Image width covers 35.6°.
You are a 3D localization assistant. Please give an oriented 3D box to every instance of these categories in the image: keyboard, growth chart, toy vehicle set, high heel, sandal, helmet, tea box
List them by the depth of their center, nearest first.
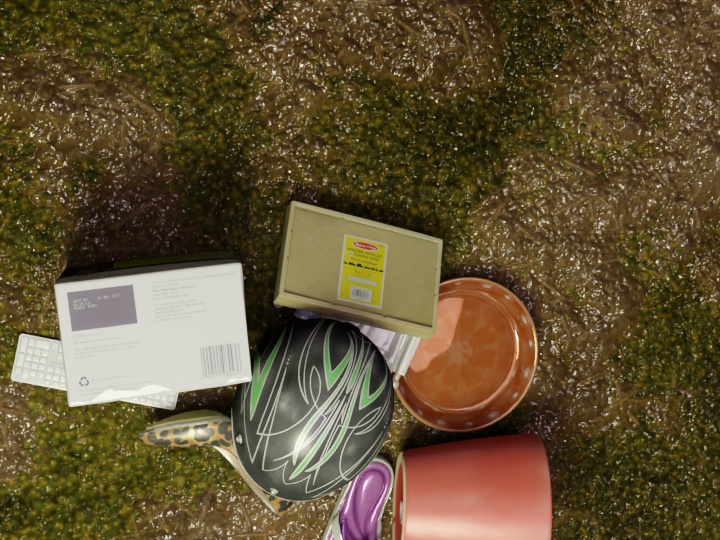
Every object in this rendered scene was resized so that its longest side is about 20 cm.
[{"bbox_3d":[-0.232,0.057,1.260,0.197,0.197,0.136,-6,97,-10],"label":"tea box"},{"bbox_3d":[-0.054,0.157,1.287,0.197,0.191,0.203,-2,104,-6],"label":"helmet"},{"bbox_3d":[0.000,0.000,1.344,0.197,0.027,0.126,14,65,-14],"label":"toy vehicle set"},{"bbox_3d":[-0.316,0.123,1.352,0.197,0.011,0.057,13,97,-14],"label":"keyboard"},{"bbox_3d":[-0.170,0.243,1.371,0.197,0.071,0.145,-4,95,-21],"label":"high heel"},{"bbox_3d":[-0.008,0.045,1.383,0.199,0.018,0.146,33,94,-4],"label":"growth chart"},{"bbox_3d":[-0.005,0.337,1.437,0.081,0.050,0.206,8,98,-13],"label":"sandal"}]

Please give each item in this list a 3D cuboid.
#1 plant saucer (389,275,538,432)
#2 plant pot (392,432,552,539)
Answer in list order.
[{"bbox_3d":[0.130,0.106,1.435,0.197,0.032,0.203,-2,99,-12],"label":"plant saucer"},{"bbox_3d":[0.132,0.301,1.397,0.175,0.200,0.203,3,99,-4],"label":"plant pot"}]
